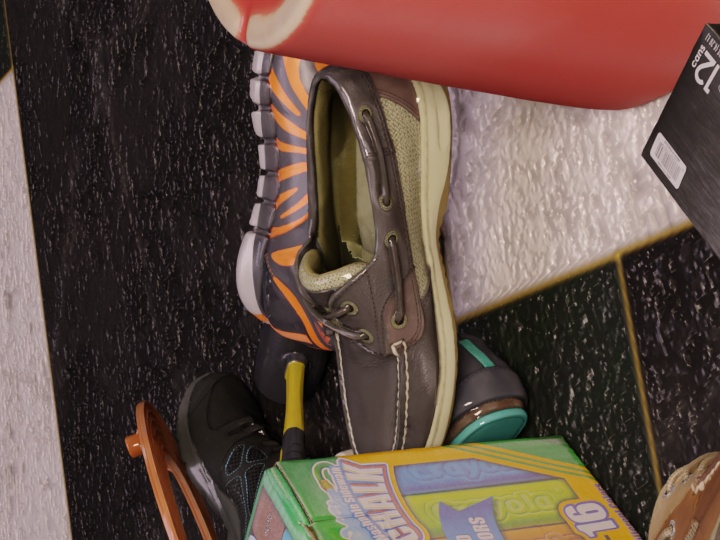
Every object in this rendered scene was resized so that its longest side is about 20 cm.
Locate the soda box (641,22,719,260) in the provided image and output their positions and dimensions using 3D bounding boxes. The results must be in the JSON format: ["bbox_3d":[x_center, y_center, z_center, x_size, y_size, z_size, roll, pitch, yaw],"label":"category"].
[{"bbox_3d":[0.178,0.000,0.630,0.200,0.071,0.063,61,142,39],"label":"soda box"}]

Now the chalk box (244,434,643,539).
[{"bbox_3d":[0.018,0.162,0.816,0.124,0.200,0.125,53,138,46],"label":"chalk box"}]

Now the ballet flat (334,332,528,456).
[{"bbox_3d":[0.020,0.104,0.948,0.200,0.073,0.073,-59,43,38],"label":"ballet flat"}]

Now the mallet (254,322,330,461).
[{"bbox_3d":[-0.034,0.077,1.008,0.200,0.041,0.066,-95,16,-63],"label":"mallet"}]

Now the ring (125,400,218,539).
[{"bbox_3d":[-0.094,0.170,1.074,0.200,0.019,0.201,158,90,-89],"label":"ring"}]

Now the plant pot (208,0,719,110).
[{"bbox_3d":[0.036,-0.160,0.771,0.200,0.177,0.201,15,107,61],"label":"plant pot"}]

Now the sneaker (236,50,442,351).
[{"bbox_3d":[-0.001,-0.052,0.981,0.112,0.077,0.200,24,115,47],"label":"sneaker"}]

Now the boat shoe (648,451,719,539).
[{"bbox_3d":[0.140,0.104,0.715,0.074,0.076,0.200,-122,40,-47],"label":"boat shoe"}]

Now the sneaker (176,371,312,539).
[{"bbox_3d":[-0.048,0.128,1.102,0.082,0.073,0.200,-43,45,20],"label":"sneaker"}]

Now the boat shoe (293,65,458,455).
[{"bbox_3d":[0.001,0.000,0.854,0.072,0.066,0.201,16,109,52],"label":"boat shoe"}]
